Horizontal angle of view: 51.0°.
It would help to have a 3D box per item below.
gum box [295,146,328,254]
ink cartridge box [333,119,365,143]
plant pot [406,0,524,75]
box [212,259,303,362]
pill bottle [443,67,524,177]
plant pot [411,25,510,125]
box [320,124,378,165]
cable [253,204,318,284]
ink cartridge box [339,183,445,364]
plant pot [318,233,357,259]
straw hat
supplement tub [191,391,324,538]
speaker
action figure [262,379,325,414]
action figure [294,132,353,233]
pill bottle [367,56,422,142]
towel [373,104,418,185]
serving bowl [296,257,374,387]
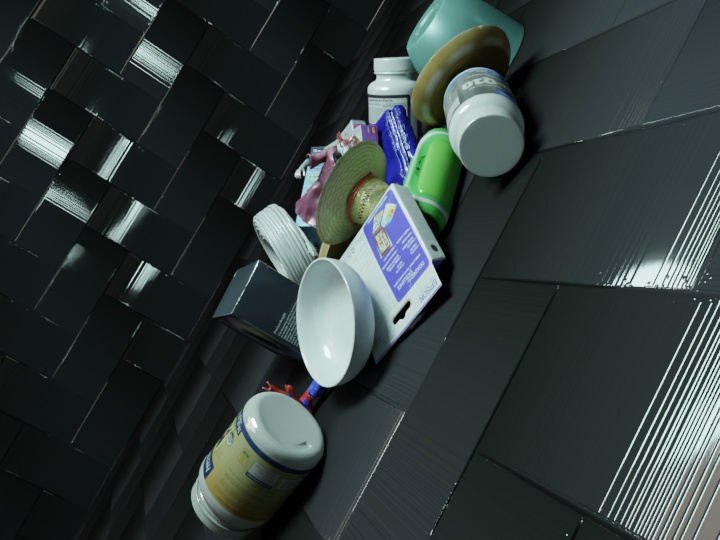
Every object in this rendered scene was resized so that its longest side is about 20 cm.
[{"bbox_3d":[-0.081,-0.136,1.640,0.170,0.044,0.202,65,-151,-57],"label":"gum box"},{"bbox_3d":[-0.011,-0.193,1.563,0.119,0.041,0.203,143,123,-61],"label":"ink cartridge box"},{"bbox_3d":[0.185,-0.429,1.440,0.201,0.160,0.201,-52,17,23],"label":"plant pot"},{"bbox_3d":[-0.170,0.088,1.499,0.124,0.197,0.200,-62,16,-15],"label":"box"},{"bbox_3d":[0.187,-0.225,1.142,0.114,0.113,0.201,-50,18,26],"label":"pill bottle"},{"bbox_3d":[0.176,-0.317,1.269,0.200,0.199,0.028,-50,61,28],"label":"plant pot"},{"bbox_3d":[-0.020,-0.193,1.489,0.199,0.039,0.139,169,97,-64],"label":"box"},{"bbox_3d":[-0.149,-0.038,1.555,0.069,0.201,0.200,-32,-21,-12],"label":"cable"},{"bbox_3d":[0.049,0.007,1.166,0.199,0.043,0.201,-53,46,38],"label":"ink cartridge box"},{"bbox_3d":[-0.028,-0.033,1.384,0.200,0.027,0.202,-50,-29,-41],"label":"plant pot"},{"bbox_3d":[0.020,-0.112,1.253,0.201,0.085,0.202,-44,-30,-33],"label":"straw hat"},{"bbox_3d":[-0.163,0.305,1.176,0.201,0.144,0.145,-52,17,20],"label":"supplement tub"},{"bbox_3d":[0.118,-0.145,1.256,0.088,0.088,0.201,-40,24,48],"label":"speaker"},{"bbox_3d":[-0.094,0.185,1.285,0.201,0.098,0.065,-58,15,11],"label":"action figure"},{"bbox_3d":[-0.046,-0.170,1.430,0.202,0.133,0.149,-67,-6,25],"label":"action figure"},{"bbox_3d":[0.070,-0.325,1.525,0.112,0.110,0.203,-115,22,-72],"label":"pill bottle"},{"bbox_3d":[0.057,-0.193,1.424,0.148,0.049,0.202,-40,57,47],"label":"towel"},{"bbox_3d":[-0.032,0.080,1.187,0.199,0.065,0.203,3,93,60],"label":"serving bowl"}]
